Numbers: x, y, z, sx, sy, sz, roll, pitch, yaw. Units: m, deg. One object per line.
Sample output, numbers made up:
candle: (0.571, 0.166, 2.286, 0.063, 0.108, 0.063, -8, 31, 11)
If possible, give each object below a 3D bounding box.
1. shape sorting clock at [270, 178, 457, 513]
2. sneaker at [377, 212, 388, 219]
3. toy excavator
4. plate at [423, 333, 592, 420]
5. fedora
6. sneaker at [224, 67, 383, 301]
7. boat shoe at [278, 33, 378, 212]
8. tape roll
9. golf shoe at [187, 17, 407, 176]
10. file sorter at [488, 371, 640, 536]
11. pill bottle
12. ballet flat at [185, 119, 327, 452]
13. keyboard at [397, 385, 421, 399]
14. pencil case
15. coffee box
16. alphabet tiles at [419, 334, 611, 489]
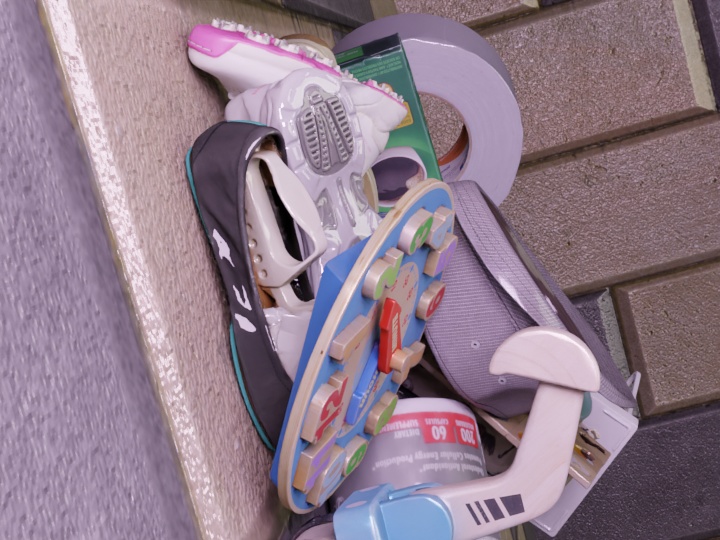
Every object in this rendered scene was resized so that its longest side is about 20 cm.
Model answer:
shape sorting clock: (0.009, 0.044, 0.664, 0.200, 0.039, 0.201, -52, 158, -31)
sneaker: (0.000, 0.000, 0.853, 0.200, 0.084, 0.078, -49, 125, -57)
toy excavator: (0.047, 0.143, 0.632, 0.100, 0.198, 0.197, 7, 69, -81)
plate: (0.111, 0.045, 0.953, 0.199, 0.026, 0.201, 30, 20, -12)
fedora: (0.095, 0.036, 0.813, 0.200, 0.090, 0.178, 47, 13, -32)
sneaker: (-0.035, -0.027, 0.756, 0.077, 0.099, 0.203, -22, 107, -39)
boat shoe: (-0.037, -0.084, 0.934, 0.067, 0.073, 0.201, -70, 149, -47)
tape roll: (0.047, -0.125, 1.069, 0.066, 0.198, 0.202, -90, 163, -58)
golf shoe: (-0.046, -0.106, 0.808, 0.199, 0.075, 0.092, 17, 99, -49)
file sorter: (0.139, 0.108, 1.079, 0.199, 0.140, 0.125, 34, 29, 6)
pill bottle: (0.042, 0.199, 0.793, 0.114, 0.113, 0.202, 58, 19, -62)
ballet flat: (-0.046, 0.011, 0.677, 0.068, 0.068, 0.202, -27, 102, -56)
keyboard: (0.031, 0.137, 0.965, 0.103, 0.040, 0.200, 33, -17, 8)
pencil case: (0.098, 0.108, 0.977, 0.199, 0.090, 0.078, 36, -13, 1)
coffee box: (0.006, -0.091, 1.024, 0.044, 0.122, 0.202, -96, 167, -60)
alphabet tiles: (0.105, 0.087, 0.904, 0.200, 0.006, 0.166, 40, 16, 13)
